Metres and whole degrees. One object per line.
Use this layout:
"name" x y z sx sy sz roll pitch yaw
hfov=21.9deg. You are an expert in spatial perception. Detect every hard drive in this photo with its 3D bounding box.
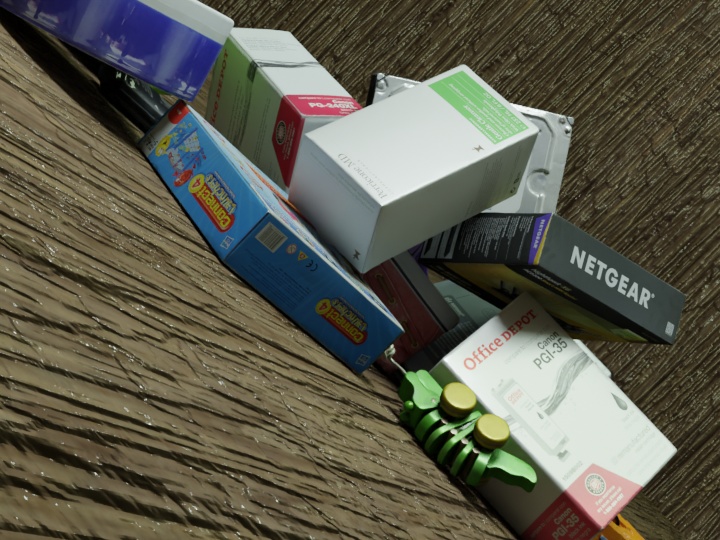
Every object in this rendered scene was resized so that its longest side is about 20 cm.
"hard drive" 0.094 -0.099 1.765 0.198 0.141 0.038 13 3 -11

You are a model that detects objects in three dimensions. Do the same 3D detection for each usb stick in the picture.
"usb stick" -0.169 -0.124 1.737 0.200 0.033 0.056 43 12 -34

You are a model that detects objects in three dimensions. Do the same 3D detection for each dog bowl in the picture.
"dog bowl" -0.211 -0.222 1.570 0.199 0.079 0.200 27 4 -2

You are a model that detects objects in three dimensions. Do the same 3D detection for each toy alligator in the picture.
"toy alligator" 0.061 0.123 1.550 0.200 0.060 0.054 42 46 21

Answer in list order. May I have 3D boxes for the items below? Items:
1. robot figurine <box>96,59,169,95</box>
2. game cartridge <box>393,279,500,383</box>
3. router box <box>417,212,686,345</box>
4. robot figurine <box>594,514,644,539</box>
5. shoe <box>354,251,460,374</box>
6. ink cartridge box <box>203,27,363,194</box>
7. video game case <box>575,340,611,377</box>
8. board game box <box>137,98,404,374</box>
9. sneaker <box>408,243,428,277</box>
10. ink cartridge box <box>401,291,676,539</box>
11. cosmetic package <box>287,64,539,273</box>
"robot figurine" -0.219 -0.251 1.787 0.200 0.114 0.178 60 27 -74
"game cartridge" 0.092 0.072 1.794 0.200 0.132 0.041 -127 -156 -58
"router box" 0.176 0.008 1.705 0.199 0.053 0.156 28 -17 -37
"robot figurine" 0.266 0.290 1.867 0.200 0.058 0.145 43 5 -24
"shoe" 0.000 0.000 1.712 0.201 0.091 0.071 51 0 -17
"ink cartridge box" -0.079 -0.135 1.857 0.083 0.146 0.200 -3 33 -28
"video game case" 0.146 0.092 1.934 0.182 0.022 0.200 46 -39 6
"board game box" -0.077 -0.029 1.573 0.200 0.056 0.196 42 5 -42
"sneaker" 0.034 -0.063 1.828 0.083 0.202 0.080 -7 5 -30
"ink cartridge box" 0.156 0.138 1.627 0.200 0.083 0.146 47 45 9
"cosmetic package" 0.047 -0.091 1.623 0.108 0.199 0.085 42 -42 24
